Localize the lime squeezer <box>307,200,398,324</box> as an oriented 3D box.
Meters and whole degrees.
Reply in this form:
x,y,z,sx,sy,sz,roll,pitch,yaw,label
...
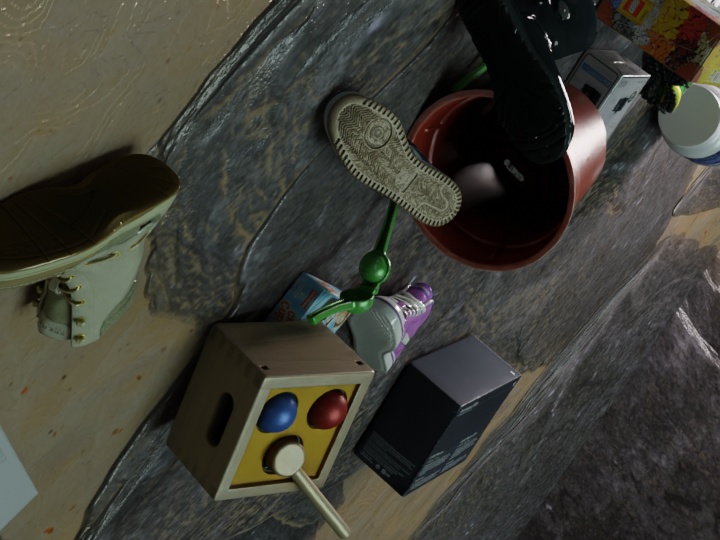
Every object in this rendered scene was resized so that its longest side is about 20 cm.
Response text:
x,y,z,sx,sy,sz,roll,pitch,yaw,label
0.000,0.000,1.776,0.200,0.038,0.071,-56,130,-29,lime squeezer

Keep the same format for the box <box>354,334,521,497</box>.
x,y,z,sx,sy,sz,roll,pitch,yaw,label
0.116,0.212,2.403,0.200,0.104,0.182,-18,144,-57,box

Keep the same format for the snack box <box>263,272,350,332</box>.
x,y,z,sx,sy,sz,roll,pitch,yaw,label
-0.094,0.098,1.820,0.200,0.037,0.116,-52,160,4,snack box

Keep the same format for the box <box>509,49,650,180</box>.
x,y,z,sx,sy,sz,roll,pitch,yaw,label
0.280,-0.186,2.092,0.117,0.060,0.200,-14,139,-60,box

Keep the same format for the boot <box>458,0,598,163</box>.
x,y,z,sx,sy,sz,roll,pitch,yaw,label
0.197,-0.221,1.662,0.076,0.200,0.168,-26,178,43,boot

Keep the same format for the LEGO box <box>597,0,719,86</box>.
x,y,z,sx,sy,sz,roll,pitch,yaw,label
0.397,-0.300,2.003,0.077,0.149,0.200,-57,160,19,LEGO box

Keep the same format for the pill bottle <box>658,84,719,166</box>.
x,y,z,sx,sy,sz,roll,pitch,yaw,label
0.521,-0.224,2.474,0.116,0.116,0.200,-54,161,12,pill bottle

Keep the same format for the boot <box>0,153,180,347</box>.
x,y,z,sx,sy,sz,roll,pitch,yaw,label
-0.237,0.002,1.279,0.200,0.072,0.155,-31,156,-45,boot

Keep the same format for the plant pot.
x,y,z,sx,sy,sz,roll,pitch,yaw,label
0.175,-0.123,1.804,0.195,0.201,0.201,-35,157,-58,plant pot

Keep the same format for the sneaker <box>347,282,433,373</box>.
x,y,z,sx,sy,sz,roll,pitch,yaw,label
0.043,0.046,1.998,0.114,0.073,0.201,-49,172,-15,sneaker

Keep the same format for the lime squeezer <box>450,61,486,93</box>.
x,y,z,sx,sy,sz,roll,pitch,yaw,label
0.182,-0.251,1.787,0.200,0.038,0.071,-35,156,-39,lime squeezer

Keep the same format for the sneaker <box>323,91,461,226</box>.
x,y,z,sx,sy,sz,roll,pitch,yaw,label
0.012,-0.124,1.619,0.070,0.108,0.200,-48,131,2,sneaker

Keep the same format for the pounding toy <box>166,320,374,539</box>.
x,y,z,sx,sy,sz,roll,pitch,yaw,label
-0.082,0.175,1.727,0.184,0.142,0.200,0,122,-44,pounding toy

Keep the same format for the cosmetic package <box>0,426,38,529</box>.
x,y,z,sx,sy,sz,roll,pitch,yaw,label
-0.328,0.134,1.270,0.071,0.101,0.200,-44,161,-19,cosmetic package

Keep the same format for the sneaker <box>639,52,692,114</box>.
x,y,z,sx,sy,sz,roll,pitch,yaw,label
0.438,-0.298,2.238,0.085,0.078,0.200,-52,171,-16,sneaker
